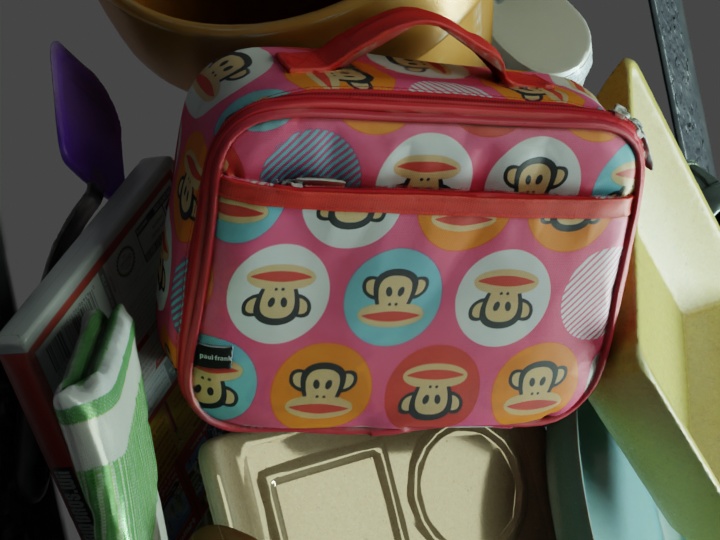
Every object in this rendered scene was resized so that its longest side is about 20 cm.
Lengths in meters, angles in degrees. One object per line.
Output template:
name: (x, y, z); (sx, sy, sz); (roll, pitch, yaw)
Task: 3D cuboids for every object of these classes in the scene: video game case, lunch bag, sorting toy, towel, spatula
video game case: (-0.086, 0.071, 0.788); (0.143, 0.017, 0.201); (-59, 139, -50)
lunch bag: (0.018, -0.022, 0.752); (0.082, 0.198, 0.178); (-124, -141, -58)
sorting toy: (0.024, 0.147, 0.804); (0.199, 0.036, 0.187); (-12, 85, -38)
towel: (-0.084, 0.123, 0.665); (0.153, 0.023, 0.202); (-120, -158, -79)
spatula: (-0.126, 0.001, 0.758); (0.057, 0.020, 0.202); (42, 50, -56)

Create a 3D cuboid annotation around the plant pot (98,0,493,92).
plant pot: (-0.016, -0.133, 0.852); (0.184, 0.198, 0.202); (67, 27, -55)

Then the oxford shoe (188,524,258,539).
oxford shoe: (-0.026, 0.190, 0.700); (0.071, 0.071, 0.202); (-139, -146, -75)

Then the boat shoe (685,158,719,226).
boat shoe: (0.159, 0.032, 1.030); (0.073, 0.061, 0.202); (2, 111, -56)

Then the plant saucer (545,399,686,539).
plant saucer: (0.134, 0.129, 0.889); (0.200, 0.027, 0.202); (45, 36, -48)

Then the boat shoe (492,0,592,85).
boat shoe: (0.061, -0.166, 1.048); (0.072, 0.200, 0.069); (-38, 157, -22)

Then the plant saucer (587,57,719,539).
plant saucer: (0.152, 0.030, 0.900); (0.200, 0.048, 0.201); (54, 31, -40)
